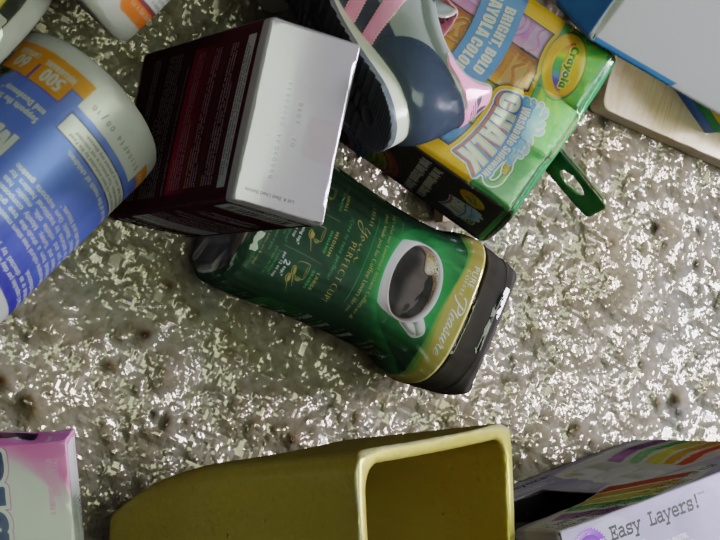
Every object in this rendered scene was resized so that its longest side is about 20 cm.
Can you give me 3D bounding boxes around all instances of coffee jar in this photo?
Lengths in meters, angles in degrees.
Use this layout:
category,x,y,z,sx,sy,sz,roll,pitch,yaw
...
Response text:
category,x,y,z,sx,sy,sz,roll,pitch,yaw
coffee jar,0.000,0.000,1.526,0.200,0.085,0.104,29,78,-24

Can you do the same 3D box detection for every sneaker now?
category,x,y,z,sx,sy,sz,roll,pitch,yaw
sneaker,0.009,-0.159,1.416,0.082,0.070,0.200,-12,66,-24

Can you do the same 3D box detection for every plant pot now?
category,x,y,z,sx,sy,sz,roll,pitch,yaw
plant pot,-0.036,0.194,1.428,0.195,0.200,0.195,-3,91,-60

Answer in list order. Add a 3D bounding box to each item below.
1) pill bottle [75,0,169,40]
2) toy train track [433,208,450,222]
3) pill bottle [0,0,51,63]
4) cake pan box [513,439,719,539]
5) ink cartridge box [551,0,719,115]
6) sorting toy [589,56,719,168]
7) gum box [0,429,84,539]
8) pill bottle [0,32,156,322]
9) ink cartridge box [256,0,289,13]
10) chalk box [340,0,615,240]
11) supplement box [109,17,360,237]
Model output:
category,x,y,z,sx,sy,sz,roll,pitch,yaw
pill bottle,-0.104,-0.238,1.378,0.200,0.114,0.114,-44,110,-2
toy train track,0.056,-0.133,1.588,0.115,0.033,0.200,-7,92,-28
pill bottle,-0.279,-0.195,1.365,0.200,0.111,0.111,47,69,-19
cake pan box,0.157,0.160,1.554,0.200,0.184,0.052,-17,93,-27
ink cartridge box,0.170,-0.198,1.536,0.146,0.200,0.086,24,111,-38
sorting toy,0.282,-0.174,1.689,0.199,0.070,0.200,21,80,-26
gum box,-0.216,0.187,1.394,0.113,0.066,0.200,-5,92,-3
pill bottle,-0.222,-0.034,1.392,0.200,0.112,0.112,-47,110,-21
ink cartridge box,-0.018,-0.283,1.520,0.200,0.085,0.145,-46,108,-22
chalk box,0.074,-0.105,1.504,0.200,0.125,0.124,34,81,-2
supplement box,-0.078,-0.080,1.420,0.061,0.200,0.109,15,83,-25
